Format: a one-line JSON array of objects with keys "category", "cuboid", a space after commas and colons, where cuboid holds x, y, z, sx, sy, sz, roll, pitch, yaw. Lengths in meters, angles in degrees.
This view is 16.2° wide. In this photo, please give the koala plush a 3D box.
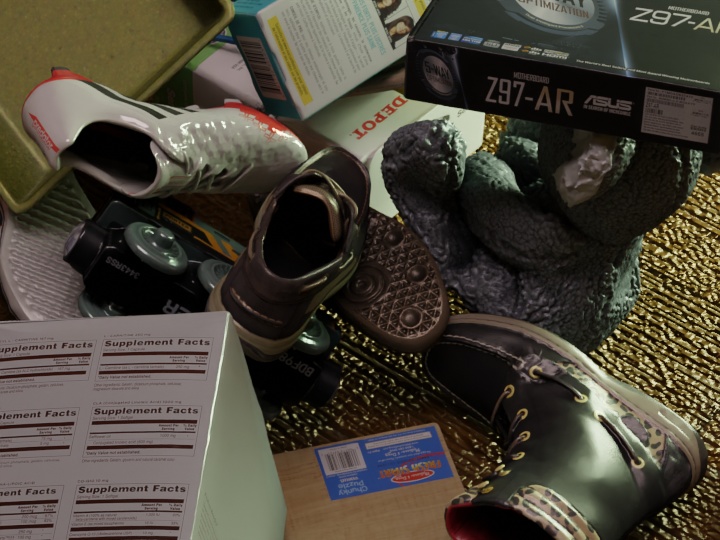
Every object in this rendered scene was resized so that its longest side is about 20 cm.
[{"category": "koala plush", "cuboid": [0.150, -0.055, 1.631, 0.177, 0.200, 0.184, -12, 72, -40]}]

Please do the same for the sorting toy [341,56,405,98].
[{"category": "sorting toy", "cuboid": [0.090, -0.169, 1.731, 0.200, 0.036, 0.185, 0, 33, 42]}]

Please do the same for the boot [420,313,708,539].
[{"category": "boot", "cuboid": [0.098, 0.114, 1.572, 0.200, 0.073, 0.151, 30, 44, 17]}]

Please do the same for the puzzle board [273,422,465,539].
[{"category": "puzzle board", "cuboid": [-0.026, 0.171, 1.562, 0.200, 0.017, 0.151, -11, 45, -12]}]

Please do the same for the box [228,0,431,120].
[{"category": "box", "cuboid": [0.010, -0.186, 1.690, 0.200, 0.082, 0.049, -34, 25, -24]}]

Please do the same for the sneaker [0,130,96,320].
[{"category": "sneaker", "cuboid": [-0.215, -0.017, 1.704, 0.078, 0.079, 0.200, -5, 52, -17]}]

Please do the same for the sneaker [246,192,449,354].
[{"category": "sneaker", "cuboid": [0.000, 0.000, 1.680, 0.070, 0.076, 0.200, -35, 50, -11]}]

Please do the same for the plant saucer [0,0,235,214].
[{"category": "plant saucer", "cuboid": [-0.201, -0.167, 1.693, 0.200, 0.048, 0.200, -42, 69, 7]}]

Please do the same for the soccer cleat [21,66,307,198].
[{"category": "soccer cleat", "cuboid": [-0.120, -0.074, 1.608, 0.200, 0.069, 0.085, 14, 31, -30]}]

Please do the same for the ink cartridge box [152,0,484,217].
[{"category": "ink cartridge box", "cuboid": [-0.029, -0.126, 1.807, 0.200, 0.084, 0.145, 31, 52, 27]}]

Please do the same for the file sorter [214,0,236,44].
[{"category": "file sorter", "cuboid": [-0.086, -0.272, 1.800, 0.123, 0.139, 0.200, 14, 45, 22]}]

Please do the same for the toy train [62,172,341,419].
[{"category": "toy train", "cuboid": [-0.098, 0.016, 1.626, 0.200, 0.085, 0.114, 30, 24, -13]}]

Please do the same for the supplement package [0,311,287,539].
[{"category": "supplement package", "cuboid": [-0.137, 0.160, 1.430, 0.147, 0.191, 0.200, -2, 47, 10]}]

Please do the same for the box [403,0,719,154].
[{"category": "box", "cuboid": [0.144, -0.141, 1.566, 0.200, 0.044, 0.160, 12, 33, 14]}]

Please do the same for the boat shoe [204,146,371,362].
[{"category": "boat shoe", "cuboid": [-0.029, -0.022, 1.575, 0.074, 0.073, 0.200, 32, 38, -6]}]
